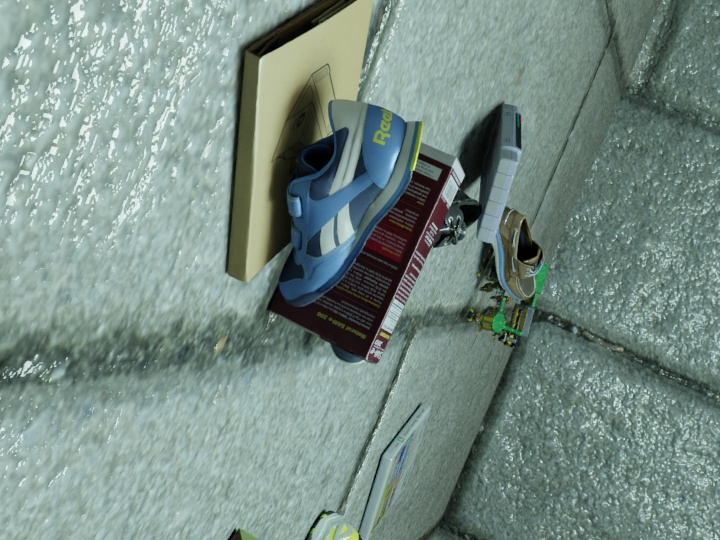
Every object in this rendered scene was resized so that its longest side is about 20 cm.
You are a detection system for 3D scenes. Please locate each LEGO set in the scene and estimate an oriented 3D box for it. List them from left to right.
[{"bbox_3d":[0.258,0.036,1.830,0.152,0.115,0.204,11,90,-44],"label":"LEGO set"}]

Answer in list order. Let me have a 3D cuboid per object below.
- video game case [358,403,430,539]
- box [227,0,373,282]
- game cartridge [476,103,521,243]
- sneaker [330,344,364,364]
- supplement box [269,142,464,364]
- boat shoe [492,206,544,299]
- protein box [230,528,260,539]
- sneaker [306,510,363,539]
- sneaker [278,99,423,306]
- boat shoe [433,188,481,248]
[{"bbox_3d":[0.062,0.364,1.760,0.182,0.022,0.203,-42,151,-55],"label":"video game case"},{"bbox_3d":[-0.048,-0.109,0.777,0.164,0.021,0.202,-47,156,-46],"label":"box"},{"bbox_3d":[0.196,-0.142,1.370,0.201,0.038,0.131,-75,-177,-58],"label":"game cartridge"},{"bbox_3d":[0.000,0.000,0.995,0.084,0.074,0.204,-8,111,-72],"label":"sneaker"},{"bbox_3d":[0.008,-0.027,0.912,0.203,0.107,0.061,-64,164,-3],"label":"supplement box"},{"bbox_3d":[0.279,-0.021,1.702,0.072,0.072,0.202,-49,133,-27],"label":"boat shoe"},{"bbox_3d":[-0.086,0.432,1.084,0.136,0.196,0.202,-53,160,-34],"label":"protein box"},{"bbox_3d":[-0.065,0.445,1.381,0.202,0.075,0.076,-59,164,-18],"label":"sneaker"},{"bbox_3d":[-0.027,-0.055,0.775,0.201,0.081,0.075,-56,-161,35],"label":"sneaker"},{"bbox_3d":[0.108,-0.061,1.248,0.200,0.065,0.071,-31,142,-64],"label":"boat shoe"}]
